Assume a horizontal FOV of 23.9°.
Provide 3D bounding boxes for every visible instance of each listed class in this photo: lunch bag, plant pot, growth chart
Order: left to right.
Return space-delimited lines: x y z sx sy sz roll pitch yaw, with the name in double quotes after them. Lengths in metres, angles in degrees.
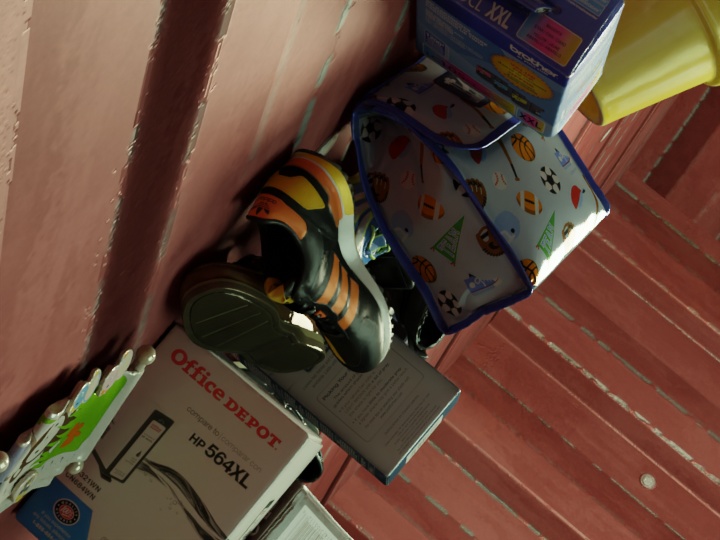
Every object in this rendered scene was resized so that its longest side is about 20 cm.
-0.223 0.129 1.195 0.145 0.018 0.200 -56 170 31 "growth chart"
0.091 -0.081 1.382 0.124 0.200 0.170 -29 -174 39 "lunch bag"
0.286 -0.251 1.730 0.189 0.201 0.201 -35 170 -3 "plant pot"

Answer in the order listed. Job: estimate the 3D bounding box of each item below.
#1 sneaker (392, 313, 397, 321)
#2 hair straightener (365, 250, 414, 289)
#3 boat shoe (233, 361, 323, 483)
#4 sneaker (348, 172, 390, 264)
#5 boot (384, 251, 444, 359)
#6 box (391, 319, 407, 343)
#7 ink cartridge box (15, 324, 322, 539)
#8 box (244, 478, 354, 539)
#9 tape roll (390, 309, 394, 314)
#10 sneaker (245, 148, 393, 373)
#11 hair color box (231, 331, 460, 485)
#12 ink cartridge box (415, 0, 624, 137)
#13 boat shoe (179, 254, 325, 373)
0.069 0.016 1.899 0.071 0.083 0.200 -58 -172 12 "sneaker"
0.000 0.000 1.527 0.077 0.041 0.200 -29 -170 -21 "hair straightener"
-0.090 0.151 1.604 0.074 0.066 0.199 -27 145 6 "boat shoe"
0.019 -0.050 1.434 0.105 0.076 0.200 -12 -164 18 "sneaker"
0.069 -0.030 1.538 0.201 0.069 0.174 -69 -157 5 "boot"
0.056 0.048 2.133 0.200 0.079 0.141 -37 162 -56 "box"
-0.149 0.164 1.348 0.200 0.146 0.084 -51 169 -4 "ink cartridge box"
-0.105 0.196 1.474 0.075 0.200 0.100 -49 133 -14 "box"
-0.005 0.019 1.727 0.203 0.071 0.202 -50 172 -10 "tape roll"
-0.039 0.010 1.296 0.090 0.070 0.201 -43 132 -35 "sneaker"
-0.021 0.082 1.471 0.100 0.200 0.061 -48 171 -12 "hair color box"
0.113 -0.186 1.251 0.076 0.136 0.200 -54 172 -9 "ink cartridge box"
-0.092 0.025 1.334 0.072 0.068 0.200 -18 157 12 "boat shoe"
